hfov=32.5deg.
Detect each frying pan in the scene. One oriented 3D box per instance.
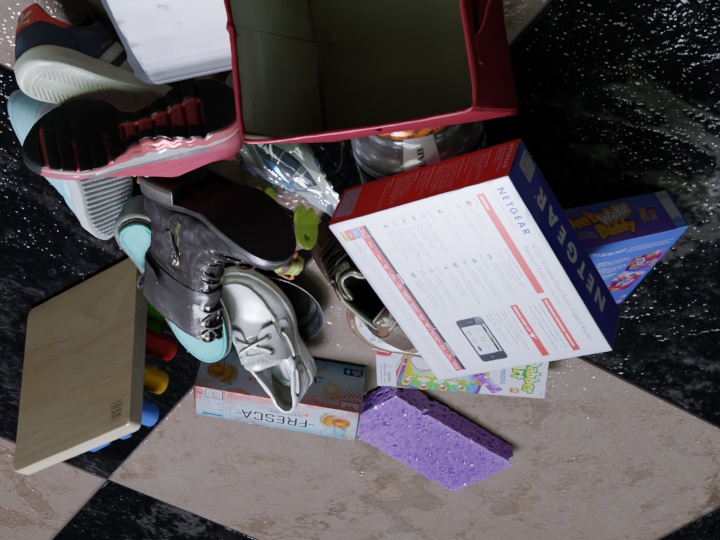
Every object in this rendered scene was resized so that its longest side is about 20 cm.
[{"bbox_3d":[-0.132,0.034,1.378,0.188,0.031,0.115,11,139,4],"label":"frying pan"}]

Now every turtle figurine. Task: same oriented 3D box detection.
[{"bbox_3d":[-0.124,-0.040,1.228,0.199,0.065,0.161,37,154,-23],"label":"turtle figurine"}]

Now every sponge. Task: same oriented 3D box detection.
[{"bbox_3d":[0.083,0.208,1.542,0.199,0.030,0.111,33,135,-26],"label":"sponge"}]

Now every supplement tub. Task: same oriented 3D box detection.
[{"bbox_3d":[0.059,-0.092,1.117,0.121,0.123,0.201,-1,140,13],"label":"supplement tub"}]

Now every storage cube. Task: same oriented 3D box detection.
[{"bbox_3d":[0.014,-0.188,0.920,0.198,0.180,0.173,-7,94,17],"label":"storage cube"}]

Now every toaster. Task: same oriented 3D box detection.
[{"bbox_3d":[-0.135,-0.234,0.993,0.128,0.114,0.201,-4,135,18],"label":"toaster"}]

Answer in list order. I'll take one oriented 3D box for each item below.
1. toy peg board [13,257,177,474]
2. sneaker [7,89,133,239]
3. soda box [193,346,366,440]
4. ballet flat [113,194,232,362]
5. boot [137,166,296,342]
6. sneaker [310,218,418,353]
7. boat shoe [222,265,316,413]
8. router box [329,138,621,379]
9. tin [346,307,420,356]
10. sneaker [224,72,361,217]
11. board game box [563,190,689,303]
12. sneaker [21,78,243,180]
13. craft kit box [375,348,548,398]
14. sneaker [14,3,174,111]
[{"bbox_3d":[-0.284,0.118,1.395,0.199,0.201,0.097,-24,146,34],"label":"toy peg board"},{"bbox_3d":[-0.287,-0.112,1.224,0.082,0.074,0.201,29,153,26],"label":"sneaker"},{"bbox_3d":[-0.096,0.144,1.471,0.198,0.069,0.064,10,141,1],"label":"soda box"},{"bbox_3d":[-0.188,0.006,1.292,0.067,0.064,0.201,-20,121,14],"label":"ballet flat"},{"bbox_3d":[-0.139,-0.002,1.166,0.199,0.069,0.175,31,135,30],"label":"boot"},{"bbox_3d":[0.000,0.000,1.199,0.071,0.200,0.075,-53,138,8],"label":"sneaker"},{"bbox_3d":[-0.104,0.080,1.350,0.070,0.070,0.201,-8,133,24],"label":"boat shoe"},{"bbox_3d":[0.099,-0.001,1.055,0.178,0.049,0.201,-13,126,34],"label":"router box"},{"bbox_3d":[0.083,0.048,1.283,0.198,0.042,0.112,7,144,3],"label":"tin"},{"bbox_3d":[-0.064,-0.111,1.170,0.086,0.078,0.200,-23,122,41],"label":"sneaker"},{"bbox_3d":[0.197,-0.005,1.173,0.199,0.045,0.135,-12,150,-31],"label":"board game box"},{"bbox_3d":[-0.196,-0.105,1.093,0.198,0.074,0.087,-9,153,0],"label":"sneaker"},{"bbox_3d":[0.112,0.061,1.352,0.195,0.049,0.201,1,140,6],"label":"craft kit box"},{"bbox_3d":[-0.227,-0.183,1.119,0.075,0.085,0.199,-29,152,25],"label":"sneaker"}]
